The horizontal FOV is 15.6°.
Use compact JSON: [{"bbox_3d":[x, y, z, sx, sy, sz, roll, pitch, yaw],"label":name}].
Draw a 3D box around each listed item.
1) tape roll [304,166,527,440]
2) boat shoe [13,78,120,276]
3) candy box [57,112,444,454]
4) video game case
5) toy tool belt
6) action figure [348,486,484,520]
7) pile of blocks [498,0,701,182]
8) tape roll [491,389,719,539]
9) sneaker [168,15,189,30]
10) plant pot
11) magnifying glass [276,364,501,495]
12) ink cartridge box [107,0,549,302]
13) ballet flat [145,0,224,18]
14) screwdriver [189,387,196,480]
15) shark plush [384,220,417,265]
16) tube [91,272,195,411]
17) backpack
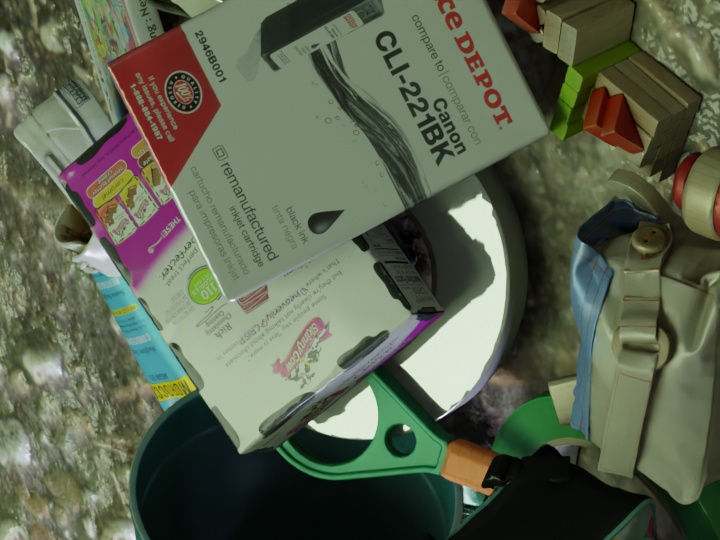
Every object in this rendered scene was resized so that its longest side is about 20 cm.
[{"bbox_3d":[0.000,0.000,1.559,0.201,0.037,0.205,4,101,22],"label":"tape roll"},{"bbox_3d":[-0.171,-0.033,1.753,0.071,0.070,0.201,46,167,48],"label":"boat shoe"},{"bbox_3d":[-0.064,-0.015,1.521,0.136,0.061,0.201,-38,77,18],"label":"candy box"},{"bbox_3d":[-0.148,-0.134,1.699,0.200,0.022,0.183,-149,40,-70],"label":"video game case"},{"bbox_3d":[0.149,0.014,1.386,0.122,0.125,0.201,22,127,34],"label":"toy tool belt"},{"bbox_3d":[0.033,0.168,1.697,0.118,0.054,0.200,56,141,16],"label":"action figure"},{"bbox_3d":[0.100,-0.130,1.410,0.201,0.062,0.082,59,145,8],"label":"pile of blocks"},{"bbox_3d":[0.158,0.157,1.526,0.200,0.048,0.202,30,133,38],"label":"tape roll"},{"bbox_3d":[-0.058,-0.144,1.602,0.090,0.075,0.200,59,154,11],"label":"sneaker"},{"bbox_3d":[-0.044,0.196,1.621,0.200,0.199,0.189,39,143,31],"label":"plant pot"},{"bbox_3d":[0.033,0.101,1.533,0.199,0.022,0.080,21,105,20],"label":"magnifying glass"},{"bbox_3d":[-0.016,-0.093,1.423,0.145,0.199,0.084,62,178,-3],"label":"ink cartridge box"},{"bbox_3d":[-0.033,-0.146,1.494,0.199,0.064,0.068,17,133,7],"label":"ballet flat"},{"bbox_3d":[-0.099,0.050,1.713,0.029,0.028,0.201,-32,40,30],"label":"screwdriver"},{"bbox_3d":[-0.014,0.009,1.627,0.201,0.083,0.091,61,151,-3],"label":"shark plush"},{"bbox_3d":[-0.144,0.039,1.855,0.077,0.050,0.201,-9,109,62],"label":"tube"},{"bbox_3d":[0.107,0.223,1.441,0.153,0.176,0.201,30,147,31],"label":"backpack"}]
